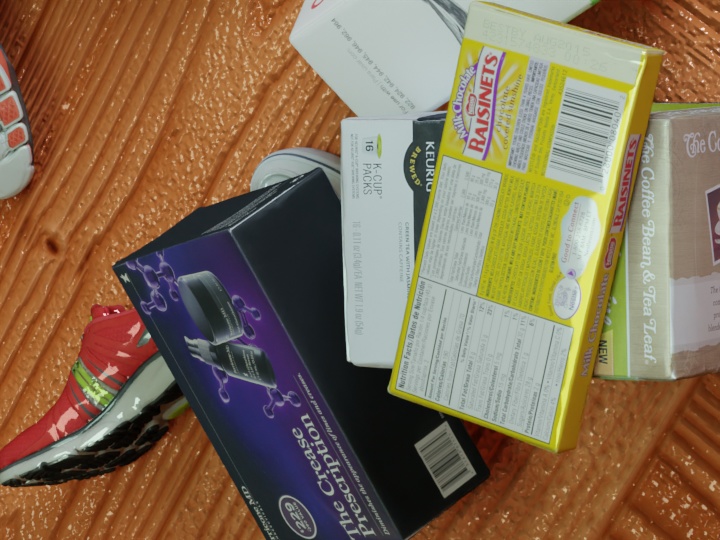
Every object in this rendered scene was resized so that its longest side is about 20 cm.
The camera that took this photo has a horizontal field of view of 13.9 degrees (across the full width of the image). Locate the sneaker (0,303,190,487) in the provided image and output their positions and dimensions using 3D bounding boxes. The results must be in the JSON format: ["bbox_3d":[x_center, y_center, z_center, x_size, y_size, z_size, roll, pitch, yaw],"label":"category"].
[{"bbox_3d":[-0.151,0.064,1.815,0.200,0.077,0.085,-37,69,20],"label":"sneaker"}]

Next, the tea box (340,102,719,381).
[{"bbox_3d":[0.124,-0.019,1.535,0.196,0.200,0.134,1,95,35],"label":"tea box"}]

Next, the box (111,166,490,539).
[{"bbox_3d":[-0.035,0.056,1.665,0.141,0.079,0.201,-15,107,59],"label":"box"}]

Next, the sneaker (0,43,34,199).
[{"bbox_3d":[-0.250,-0.144,1.863,0.077,0.082,0.201,-14,109,21],"label":"sneaker"}]

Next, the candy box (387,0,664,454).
[{"bbox_3d":[0.079,-0.021,1.429,0.102,0.026,0.201,20,104,33],"label":"candy box"}]

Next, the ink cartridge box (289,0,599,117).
[{"bbox_3d":[0.070,-0.179,1.581,0.200,0.146,0.084,-32,113,32],"label":"ink cartridge box"}]

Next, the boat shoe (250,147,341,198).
[{"bbox_3d":[0.000,0.000,1.702,0.200,0.065,0.074,41,116,24],"label":"boat shoe"}]
